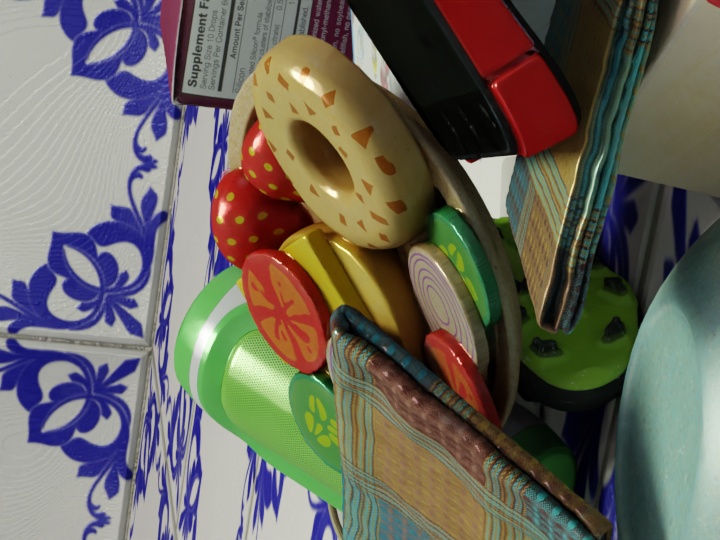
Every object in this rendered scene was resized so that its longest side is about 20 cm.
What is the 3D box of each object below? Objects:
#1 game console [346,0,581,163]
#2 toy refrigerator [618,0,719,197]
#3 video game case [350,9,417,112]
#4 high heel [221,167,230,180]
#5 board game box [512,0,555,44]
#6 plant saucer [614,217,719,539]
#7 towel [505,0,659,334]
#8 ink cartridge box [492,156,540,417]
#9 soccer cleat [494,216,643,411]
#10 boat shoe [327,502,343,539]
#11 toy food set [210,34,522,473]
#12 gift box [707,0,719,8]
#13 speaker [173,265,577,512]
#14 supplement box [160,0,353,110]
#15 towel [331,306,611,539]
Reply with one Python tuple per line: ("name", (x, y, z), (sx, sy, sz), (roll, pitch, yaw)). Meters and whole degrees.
("game console", (0.013, -0.119, 0.956), (0.177, 0.031, 0.200), (58, 176, -4))
("toy refrigerator", (0.143, -0.103, 0.907), (0.200, 0.069, 0.076), (118, 162, -64))
("video game case", (0.010, -0.160, 1.175), (0.143, 0.018, 0.202), (-131, 36, -75))
("high heel", (-0.007, -0.015, 1.247), (0.200, 0.095, 0.068), (-116, 35, -64))
("board game box", (0.082, -0.140, 1.156), (0.200, 0.102, 0.106), (-127, 43, -75))
("plant saucer", (0.129, 0.066, 0.966), (0.201, 0.038, 0.203), (-174, 90, -79))
("towel", (0.090, -0.093, 0.948), (0.147, 0.022, 0.201), (-94, 15, -70))
("ink cartridge box", (0.052, 0.033, 1.333), (0.115, 0.067, 0.202), (168, 108, -77))
("soccer cleat", (0.090, 0.031, 1.173), (0.200, 0.067, 0.082), (-114, 11, -68))
("boat shoe", (0.020, 0.088, 1.468), (0.069, 0.074, 0.201), (98, 172, -47))
("toy food set", (0.000, 0.000, 1.116), (0.199, 0.049, 0.200), (60, 150, 1))
("gift box", (0.147, -0.162, 0.610), (0.187, 0.199, 0.186), (-70, -12, -62))
("speaker", (0.004, 0.071, 1.235), (0.199, 0.088, 0.089), (30, 124, 30))
("supplement box", (-0.001, -0.144, 1.356), (0.131, 0.198, 0.104), (-104, 22, -65))
("towel", (0.043, 0.110, 1.056), (0.022, 0.146, 0.200), (-43, -24, -20))
